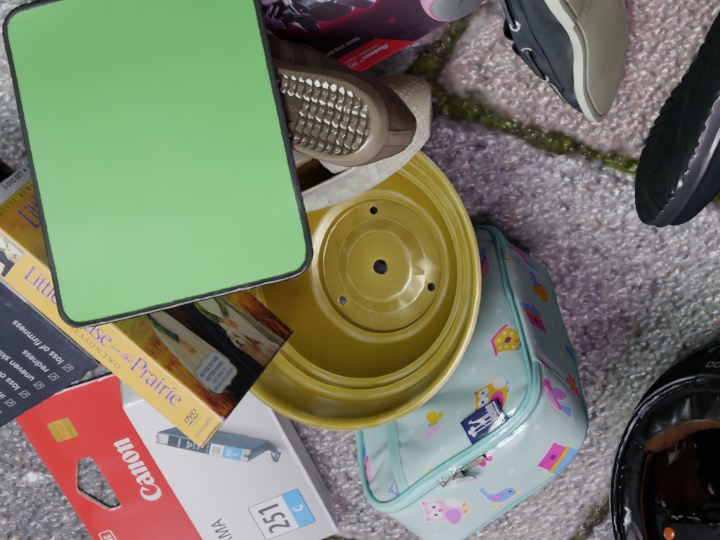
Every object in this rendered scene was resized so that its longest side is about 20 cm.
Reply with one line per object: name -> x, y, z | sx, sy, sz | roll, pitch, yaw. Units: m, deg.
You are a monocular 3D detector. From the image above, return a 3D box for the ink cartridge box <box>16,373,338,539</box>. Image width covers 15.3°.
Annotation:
ink cartridge box -> -0.131, 0.144, 1.914 | 0.175, 0.045, 0.200 | -21, 132, 6

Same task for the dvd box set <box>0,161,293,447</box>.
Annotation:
dvd box set -> -0.144, 0.009, 1.667 | 0.200, 0.146, 0.029 | 41, 117, -1

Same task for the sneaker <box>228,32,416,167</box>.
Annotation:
sneaker -> -0.057, -0.111, 1.628 | 0.075, 0.199, 0.071 | 1, 114, -61

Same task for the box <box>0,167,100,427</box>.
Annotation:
box -> -0.304, 0.017, 1.710 | 0.196, 0.124, 0.200 | -32, 130, 17

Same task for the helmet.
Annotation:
helmet -> 0.277, 0.151, 1.903 | 0.200, 0.201, 0.190 | -38, 161, 21

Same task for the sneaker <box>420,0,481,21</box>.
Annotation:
sneaker -> 0.086, -0.238, 1.557 | 0.200, 0.095, 0.079 | -41, 162, -17

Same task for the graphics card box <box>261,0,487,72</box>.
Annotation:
graphics card box -> -0.027, -0.207, 1.609 | 0.125, 0.051, 0.200 | -26, 131, 24

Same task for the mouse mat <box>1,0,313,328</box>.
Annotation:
mouse mat -> -0.122, -0.077, 1.588 | 0.160, 0.201, 0.008 | -13, 175, 9

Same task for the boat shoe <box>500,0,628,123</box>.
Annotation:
boat shoe -> 0.119, -0.159, 1.676 | 0.066, 0.075, 0.199 | 15, 165, 23

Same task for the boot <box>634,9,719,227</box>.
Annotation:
boot -> 0.292, -0.094, 1.763 | 0.167, 0.077, 0.201 | 15, 121, -18

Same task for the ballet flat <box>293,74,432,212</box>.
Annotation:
ballet flat -> -0.043, -0.067, 1.670 | 0.199, 0.068, 0.062 | -29, 162, 2

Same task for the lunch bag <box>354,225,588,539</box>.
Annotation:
lunch bag -> 0.063, 0.079, 1.788 | 0.160, 0.201, 0.077 | -34, 129, 21

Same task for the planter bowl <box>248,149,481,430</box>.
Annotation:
planter bowl -> 0.000, 0.000, 1.756 | 0.200, 0.201, 0.083 | -38, 169, 22
